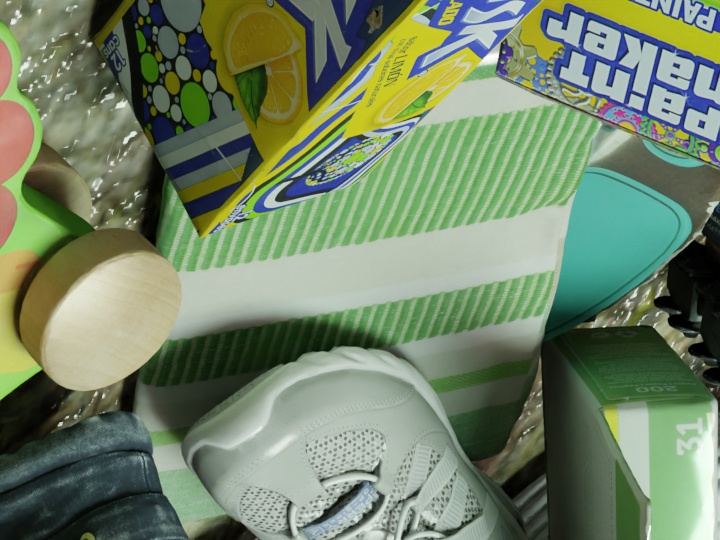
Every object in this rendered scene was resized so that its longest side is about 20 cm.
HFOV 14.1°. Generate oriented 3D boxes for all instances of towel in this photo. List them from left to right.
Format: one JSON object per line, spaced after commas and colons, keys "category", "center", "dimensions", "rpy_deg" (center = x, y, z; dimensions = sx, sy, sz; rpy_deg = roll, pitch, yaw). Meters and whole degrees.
{"category": "towel", "center": [0.000, 0.000, 0.948], "dimensions": [0.152, 0.023, 0.200], "rpy_deg": [-10, 137, -22]}

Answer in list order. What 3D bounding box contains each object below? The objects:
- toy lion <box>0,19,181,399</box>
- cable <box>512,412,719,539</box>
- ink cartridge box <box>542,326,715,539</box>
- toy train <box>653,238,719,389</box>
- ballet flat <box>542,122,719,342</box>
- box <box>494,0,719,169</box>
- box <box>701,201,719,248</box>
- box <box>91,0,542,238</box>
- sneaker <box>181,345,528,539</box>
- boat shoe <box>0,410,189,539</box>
{"category": "toy lion", "center": [-0.155, 0.011, 0.774], "dimensions": [0.200, 0.069, 0.192], "rpy_deg": [-51, 142, 6]}
{"category": "cable", "center": [0.109, 0.143, 1.227], "dimensions": [0.200, 0.069, 0.200], "rpy_deg": [-34, 146, -18]}
{"category": "ink cartridge box", "center": [0.099, 0.113, 0.984], "dimensions": [0.048, 0.200, 0.146], "rpy_deg": [-4, 103, -6]}
{"category": "toy train", "center": [0.144, 0.023, 1.049], "dimensions": [0.046, 0.200, 0.034], "rpy_deg": [4, 105, -6]}
{"category": "ballet flat", "center": [0.100, -0.049, 0.995], "dimensions": [0.072, 0.072, 0.200], "rpy_deg": [1, 144, -51]}
{"category": "box", "center": [0.149, -0.151, 0.822], "dimensions": [0.200, 0.122, 0.193], "rpy_deg": [-44, 152, -51]}
{"category": "box", "center": [0.199, -0.095, 1.034], "dimensions": [0.122, 0.106, 0.200], "rpy_deg": [-10, 132, -45]}
{"category": "box", "center": [0.006, -0.087, 0.765], "dimensions": [0.064, 0.070, 0.200], "rpy_deg": [-22, 167, -35]}
{"category": "sneaker", "center": [0.016, 0.090, 0.968], "dimensions": [0.075, 0.082, 0.200], "rpy_deg": [-37, 142, 13]}
{"category": "boat shoe", "center": [-0.126, 0.123, 0.928], "dimensions": [0.200, 0.091, 0.071], "rpy_deg": [-31, 157, 28]}
